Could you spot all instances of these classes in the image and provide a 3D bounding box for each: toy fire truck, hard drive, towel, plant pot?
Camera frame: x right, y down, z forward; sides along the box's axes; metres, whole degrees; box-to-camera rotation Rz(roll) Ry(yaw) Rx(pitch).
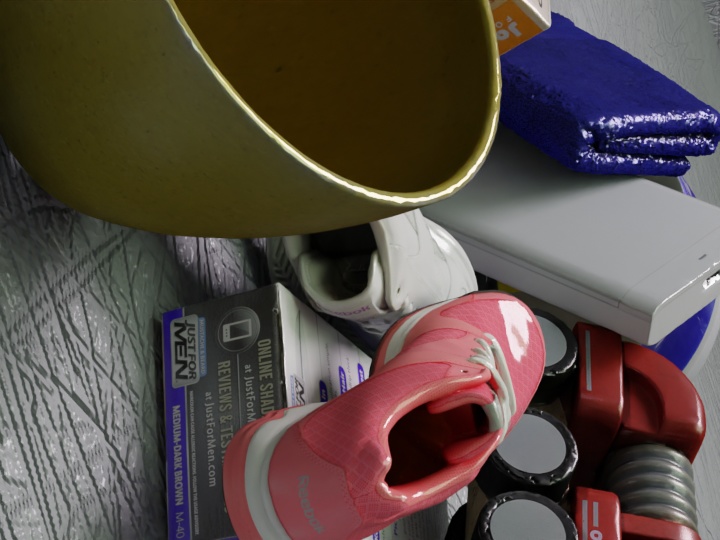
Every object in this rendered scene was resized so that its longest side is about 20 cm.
[{"bbox_3d":[0.147,0.109,0.799,0.177,0.198,0.129,-82,-175,-46],"label":"toy fire truck"},{"bbox_3d":[0.102,-0.028,0.910,0.131,0.199,0.027,-28,133,-46],"label":"hard drive"},{"bbox_3d":[0.095,-0.111,0.968,0.147,0.200,0.050,-8,126,-44],"label":"towel"},{"bbox_3d":[-0.062,-0.092,0.644,0.199,0.141,0.202,28,49,-38],"label":"plant pot"}]

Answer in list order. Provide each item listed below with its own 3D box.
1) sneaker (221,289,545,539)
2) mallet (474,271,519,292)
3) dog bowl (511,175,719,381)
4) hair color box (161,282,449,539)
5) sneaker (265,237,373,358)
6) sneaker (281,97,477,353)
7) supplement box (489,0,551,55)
[{"bbox_3d":[0.035,0.062,0.690,0.200,0.086,0.074,-32,103,-48],"label":"sneaker"},{"bbox_3d":[0.126,-0.006,0.941,0.041,0.198,0.066,-83,158,-52],"label":"mallet"},{"bbox_3d":[0.118,0.004,1.035,0.079,0.198,0.202,46,35,-54],"label":"dog bowl"},{"bbox_3d":[-0.019,0.095,0.789,0.200,0.064,0.110,45,36,-59],"label":"hair color box"},{"bbox_3d":[0.002,0.016,0.910,0.085,0.074,0.201,-89,162,-58],"label":"sneaker"},{"bbox_3d":[0.000,0.000,0.780,0.201,0.074,0.100,63,29,-44],"label":"sneaker"},{"bbox_3d":[-0.013,-0.170,0.830,0.200,0.125,0.074,35,41,-37],"label":"supplement box"}]
